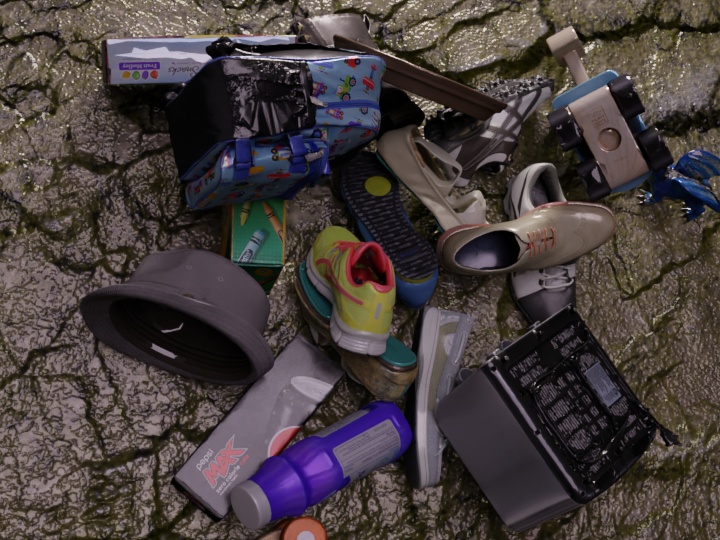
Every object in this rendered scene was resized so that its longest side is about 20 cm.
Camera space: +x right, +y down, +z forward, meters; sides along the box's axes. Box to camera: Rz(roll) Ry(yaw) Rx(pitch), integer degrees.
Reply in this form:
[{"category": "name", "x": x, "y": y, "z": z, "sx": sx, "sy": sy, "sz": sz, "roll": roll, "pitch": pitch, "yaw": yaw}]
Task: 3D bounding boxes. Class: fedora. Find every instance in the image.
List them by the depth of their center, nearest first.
[{"category": "fedora", "x": -0.173, "y": 0.037, "z": 1.219, "sx": 0.200, "sy": 0.177, "sz": 0.090, "roll": 13, "pitch": 60, "yaw": 13}]

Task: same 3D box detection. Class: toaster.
[{"category": "toaster", "x": 0.202, "y": 0.158, "z": 1.258, "sx": 0.181, "sy": 0.119, "sz": 0.200, "roll": -29, "pitch": 81, "yaw": -45}]

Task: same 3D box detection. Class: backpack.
[{"category": "backpack", "x": -0.071, "y": -0.143, "z": 1.170, "sx": 0.200, "sy": 0.183, "sz": 0.135, "roll": -8, "pitch": 84, "yaw": -27}]

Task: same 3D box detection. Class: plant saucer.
[{"category": "plant saucer", "x": 0.060, "y": -0.203, "z": 1.281, "sx": 0.200, "sy": 0.200, "sz": 0.030, "roll": 21, "pitch": 98, "yaw": -6}]

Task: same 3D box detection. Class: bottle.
[{"category": "bottle", "x": -0.040, "y": 0.198, "z": 1.216, "sx": 0.200, "sy": 0.084, "sz": 0.065, "roll": -23, "pitch": 77, "yaw": -39}]

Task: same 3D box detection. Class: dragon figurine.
[{"category": "dragon figurine", "x": 0.393, "y": -0.104, "z": 1.420, "sx": 0.200, "sy": 0.099, "sz": 0.059, "roll": 21, "pitch": 71, "yaw": -6}]

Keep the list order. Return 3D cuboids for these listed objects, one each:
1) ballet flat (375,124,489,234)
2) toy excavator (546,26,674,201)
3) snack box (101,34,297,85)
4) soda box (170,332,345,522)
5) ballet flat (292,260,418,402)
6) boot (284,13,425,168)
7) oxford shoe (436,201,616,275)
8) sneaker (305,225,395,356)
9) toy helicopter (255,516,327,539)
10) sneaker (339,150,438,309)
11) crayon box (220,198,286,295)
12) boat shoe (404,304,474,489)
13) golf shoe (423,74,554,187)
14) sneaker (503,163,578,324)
[{"category": "ballet flat", "x": 0.099, "y": -0.082, "z": 1.341, "sx": 0.200, "sy": 0.069, "sz": 0.069, "roll": 48, "pitch": 69, "yaw": -13}, {"category": "toy excavator", "x": 0.266, "y": -0.185, "z": 1.376, "sx": 0.100, "sy": 0.200, "sz": 0.195, "roll": -28, "pitch": 94, "yaw": 13}, {"category": "snack box", "x": -0.178, "y": -0.229, "z": 1.308, "sx": 0.200, "sy": 0.142, "sz": 0.053, "roll": -3, "pitch": 99, "yaw": -14}, {"category": "soda box", "x": -0.106, "y": 0.163, "z": 1.251, "sx": 0.071, "sy": 0.063, "sz": 0.200, "roll": 40, "pitch": 70, "yaw": 1}, {"category": "ballet flat", "x": -0.015, "y": 0.068, "z": 1.287, "sx": 0.071, "sy": 0.071, "sz": 0.200, "roll": -33, "pitch": 53, "yaw": -19}, {"category": "boot", "x": -0.036, "y": -0.212, "z": 1.367, "sx": 0.200, "sy": 0.069, "sz": 0.174, "roll": -21, "pitch": 70, "yaw": -36}, {"category": "oxford shoe", "x": 0.185, "y": -0.027, "z": 1.296, "sx": 0.200, "sy": 0.074, "sz": 0.071, "roll": -14, "pitch": 101, "yaw": -3}, {"category": "sneaker", "x": 0.000, "y": 0.000, "z": 1.252, "sx": 0.078, "sy": 0.090, "sz": 0.200, "roll": 6, "pitch": 31, "yaw": -21}, {"category": "toy helicopter", "x": -0.043, "y": 0.349, "z": 1.205, "sx": 0.200, "sy": 0.079, "sz": 0.132, "roll": 44, "pitch": 70, "yaw": -2}, {"category": "sneaker", "x": 0.025, "y": -0.044, "z": 1.347, "sx": 0.066, "sy": 0.078, "sz": 0.200, "roll": -18, "pitch": 59, "yaw": -16}, {"category": "crayon box", "x": -0.115, "y": -0.083, "z": 1.293, "sx": 0.058, "sy": 0.119, "sz": 0.200, "roll": 4, "pitch": 73, "yaw": -11}, {"category": "boat shoe", "x": 0.085, "y": 0.136, "z": 1.297, "sx": 0.065, "sy": 0.074, "sz": 0.202, "roll": 8, "pitch": 65, "yaw": -5}, {"category": "golf shoe", "x": 0.157, "y": -0.166, "z": 1.411, "sx": 0.200, "sy": 0.078, "sz": 0.095, "roll": -30, "pitch": 114, "yaw": -30}, {"category": "sneaker", "x": 0.211, "y": -0.027, "z": 1.366, "sx": 0.074, "sy": 0.089, "sz": 0.200, "roll": -7, "pitch": 77, "yaw": -16}]
